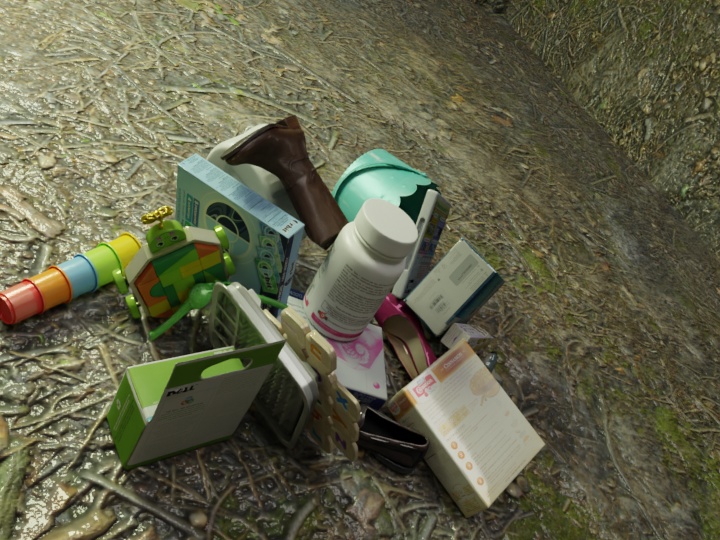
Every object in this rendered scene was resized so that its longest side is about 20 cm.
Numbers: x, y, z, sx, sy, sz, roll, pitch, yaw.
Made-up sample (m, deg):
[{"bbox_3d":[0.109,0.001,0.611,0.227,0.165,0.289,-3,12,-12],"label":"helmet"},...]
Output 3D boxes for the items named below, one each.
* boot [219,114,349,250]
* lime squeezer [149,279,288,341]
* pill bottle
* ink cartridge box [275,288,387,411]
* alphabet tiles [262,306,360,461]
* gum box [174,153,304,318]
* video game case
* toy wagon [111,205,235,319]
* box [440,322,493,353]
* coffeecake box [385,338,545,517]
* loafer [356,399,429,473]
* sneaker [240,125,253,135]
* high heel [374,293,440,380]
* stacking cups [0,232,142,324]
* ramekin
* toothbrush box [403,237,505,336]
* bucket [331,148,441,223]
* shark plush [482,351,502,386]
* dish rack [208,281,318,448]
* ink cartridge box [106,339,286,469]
[{"bbox_3d":[-0.099,-0.110,0.930,0.186,0.063,0.205,-40,110,-51],"label":"boot"},{"bbox_3d":[-0.191,0.047,0.875,0.194,0.073,0.038,-12,23,-19],"label":"lime squeezer"},{"bbox_3d":[0.000,0.000,0.974,0.111,0.202,0.115,22,35,-16],"label":"pill bottle"},{"bbox_3d":[-0.052,0.106,1.017,0.192,0.044,0.204,20,40,-21],"label":"ink cartridge box"},{"bbox_3d":[-0.064,0.144,0.820,0.014,0.204,0.194,-29,51,-31],"label":"alphabet tiles"},{"bbox_3d":[-0.183,-0.045,0.934,0.197,0.173,0.045,33,44,14],"label":"gum box"},{"bbox_3d":[0.113,-0.044,1.150,0.022,0.187,0.200,21,5,14],"label":"video game case"},{"bbox_3d":[-0.244,-0.006,0.842,0.152,0.202,0.040,-26,65,-17],"label":"toy wagon"},{"bbox_3d":[0.192,0.122,1.138,0.038,0.042,0.199,40,9,22],"label":"box"},{"bbox_3d":[0.158,0.233,0.973,0.152,0.073,0.202,-30,76,-34],"label":"coffeecake box"},{"bbox_3d":[0.010,0.218,0.922,0.196,0.063,0.073,30,37,-9],"label":"loafer"},{"bbox_3d":[-0.181,-0.175,1.193,0.075,0.081,0.202,-11,58,-48],"label":"sneaker"},{"bbox_3d":[0.073,0.124,1.069,0.202,0.067,0.096,55,25,-4],"label":"high heel"},{"bbox_3d":[-0.376,0.015,0.843,0.060,0.061,0.199,41,41,9],"label":"stacking cups"},{"bbox_3d":[-0.171,-0.127,1.052,0.201,0.202,0.097,47,44,16],"label":"ramekin"},{"bbox_3d":[0.171,0.036,1.132,0.085,0.147,0.200,45,7,15],"label":"toothbrush box"},{"bbox_3d":[0.040,-0.116,1.214,0.134,0.211,0.205,41,34,24],"label":"bucket"},{"bbox_3d":[0.192,0.213,1.084,0.085,0.089,0.200,64,29,-11],"label":"shark plush"},{"bbox_3d":[-0.123,0.117,0.829,0.043,0.173,0.201,-29,69,-32],"label":"dish rack"},{"bbox_3d":[-0.189,0.127,0.738,0.145,0.202,0.077,-7,51,-43],"label":"ink cartridge box"}]
